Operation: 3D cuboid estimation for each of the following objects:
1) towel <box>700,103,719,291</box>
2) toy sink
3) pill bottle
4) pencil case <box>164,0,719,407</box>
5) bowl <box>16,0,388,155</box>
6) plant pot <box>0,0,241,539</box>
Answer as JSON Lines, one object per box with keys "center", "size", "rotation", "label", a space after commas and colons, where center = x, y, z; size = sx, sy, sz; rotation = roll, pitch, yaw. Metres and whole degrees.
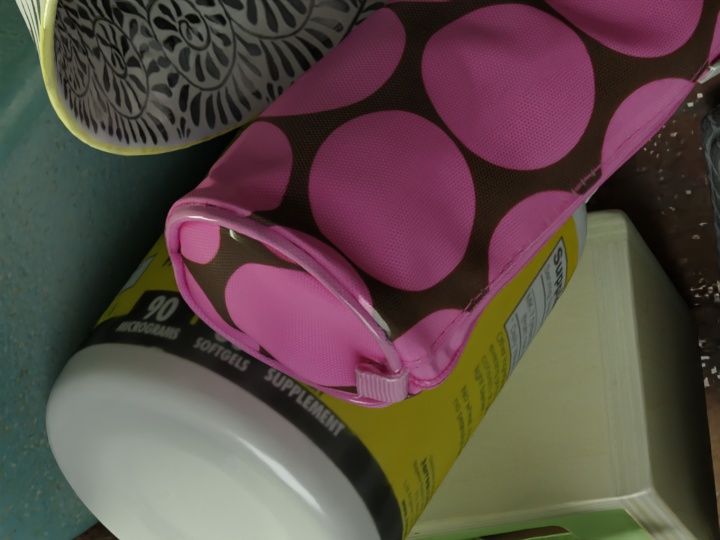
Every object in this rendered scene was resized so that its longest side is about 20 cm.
{"center": [0.162, 0.051, 1.050], "size": [0.085, 0.166, 0.201], "rotation": [1, 137, 10], "label": "towel"}
{"center": [0.019, 0.064, 1.083], "size": [0.199, 0.113, 0.130], "rotation": [-9, 160, 14], "label": "toy sink"}
{"center": [0.000, 0.000, 0.931], "size": [0.114, 0.200, 0.115], "rotation": [24, 148, 16], "label": "pill bottle"}
{"center": [0.039, -0.044, 0.847], "size": [0.094, 0.200, 0.091], "rotation": [42, 155, 6], "label": "pencil case"}
{"center": [-0.038, -0.138, 0.812], "size": [0.094, 0.200, 0.201], "rotation": [43, 141, 22], "label": "bowl"}
{"center": [-0.155, -0.009, 0.952], "size": [0.195, 0.200, 0.197], "rotation": [12, 141, 23], "label": "plant pot"}
